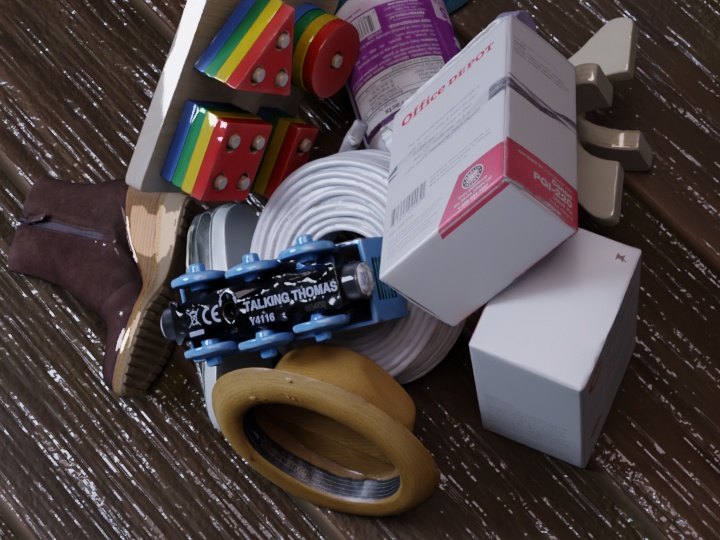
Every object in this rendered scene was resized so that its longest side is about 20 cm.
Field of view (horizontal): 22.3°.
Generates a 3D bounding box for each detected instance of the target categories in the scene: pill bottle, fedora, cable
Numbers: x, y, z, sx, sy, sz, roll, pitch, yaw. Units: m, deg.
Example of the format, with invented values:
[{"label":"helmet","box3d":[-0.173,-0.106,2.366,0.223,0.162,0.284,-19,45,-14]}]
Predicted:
[{"label":"pill bottle","box3d":[0.049,-0.147,1.618,0.111,0.112,0.202,-18,67,0]},{"label":"fedora","box3d":[-0.021,0.119,1.487,0.199,0.202,0.082,17,55,14]},{"label":"cable","box3d":[0.000,0.000,1.540,0.200,0.069,0.200,47,113,17]}]

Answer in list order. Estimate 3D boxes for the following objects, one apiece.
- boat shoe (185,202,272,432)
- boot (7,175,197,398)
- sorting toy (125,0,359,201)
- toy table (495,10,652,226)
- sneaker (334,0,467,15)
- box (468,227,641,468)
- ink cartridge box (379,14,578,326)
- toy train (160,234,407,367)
[{"label":"boat shoe","box3d":[-0.120,0.044,1.591,0.063,0.070,0.202,-11,71,38]},{"label":"boot","box3d":[-0.240,0.012,1.626,0.165,0.072,0.202,5,69,22]},{"label":"sorting toy","box3d":[-0.085,-0.150,1.546,0.069,0.199,0.201,28,105,26]},{"label":"toy table","box3d":[0.174,-0.131,1.570,0.116,0.184,0.203,-1,81,24]},{"label":"sneaker","box3d":[0.006,-0.291,1.705,0.198,0.080,0.131,-10,43,-19]},{"label":"box","box3d":[0.159,0.060,1.469,0.097,0.200,0.125,21,71,15]},{"label":"ink cartridge box","box3d":[0.093,-0.079,1.417,0.145,0.084,0.201,-39,31,34]},{"label":"toy train","box3d":[-0.063,0.025,1.473,0.198,0.114,0.088,-14,85,29]}]
